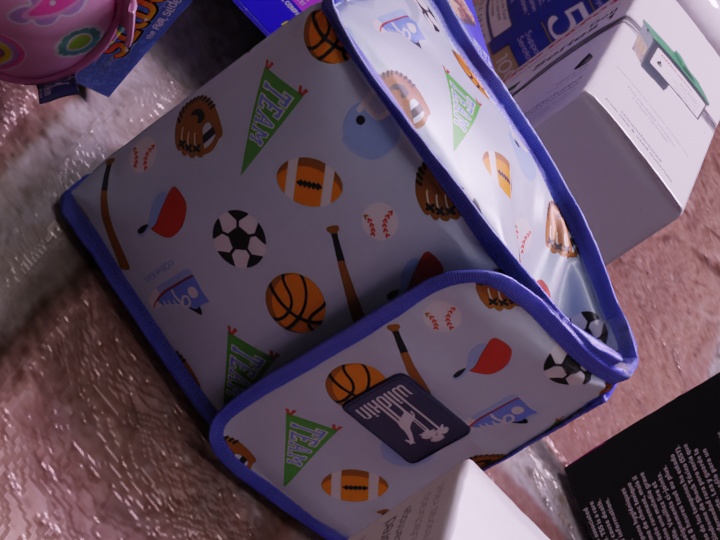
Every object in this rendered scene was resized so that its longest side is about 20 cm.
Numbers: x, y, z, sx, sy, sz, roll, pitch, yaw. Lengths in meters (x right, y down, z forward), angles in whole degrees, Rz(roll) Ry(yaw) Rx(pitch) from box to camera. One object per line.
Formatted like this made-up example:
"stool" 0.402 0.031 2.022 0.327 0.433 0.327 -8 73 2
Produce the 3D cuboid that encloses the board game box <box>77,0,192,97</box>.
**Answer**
"board game box" -0.094 -0.194 1.170 0.034 0.135 0.201 23 39 -29

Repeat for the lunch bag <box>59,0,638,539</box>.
"lunch bag" 0.000 0.000 1.078 0.201 0.170 0.124 57 29 -2

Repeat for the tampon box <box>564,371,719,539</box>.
"tampon box" 0.237 0.117 1.320 0.150 0.200 0.127 19 44 -53

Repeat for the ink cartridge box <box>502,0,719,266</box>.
"ink cartridge box" 0.107 -0.059 1.355 0.084 0.146 0.200 50 26 -9

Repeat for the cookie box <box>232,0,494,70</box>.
"cookie box" -0.020 -0.168 1.291 0.171 0.075 0.200 46 14 -20

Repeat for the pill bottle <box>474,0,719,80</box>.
"pill bottle" 0.167 -0.153 1.498 0.120 0.200 0.120 40 31 -30

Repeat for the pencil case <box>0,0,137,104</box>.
"pencil case" -0.144 -0.171 1.114 0.087 0.087 0.201 33 32 -40

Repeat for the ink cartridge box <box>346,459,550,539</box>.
"ink cartridge box" -0.022 0.174 0.818 0.084 0.200 0.146 45 28 -16
